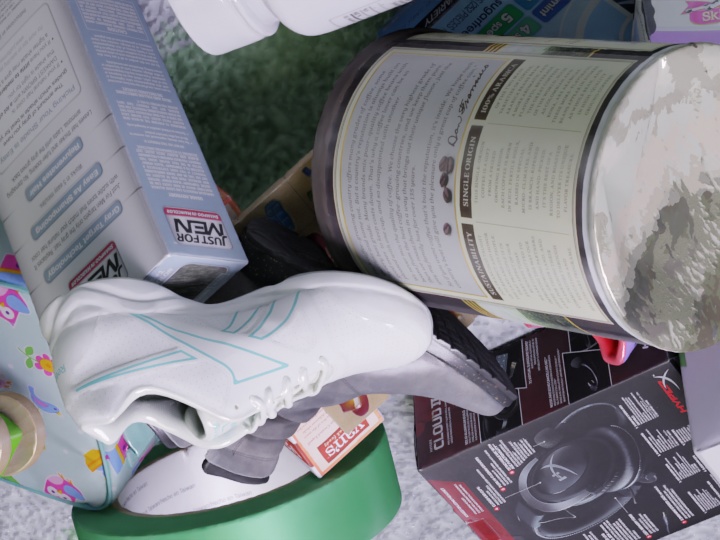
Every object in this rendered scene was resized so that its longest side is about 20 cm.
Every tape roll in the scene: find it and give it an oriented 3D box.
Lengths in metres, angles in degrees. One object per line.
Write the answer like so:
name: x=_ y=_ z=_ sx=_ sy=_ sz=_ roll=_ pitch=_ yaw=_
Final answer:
tape roll: x=-0.075 y=0.142 z=1.421 sx=0.199 sy=0.201 sz=0.049 roll=-13 pitch=103 yaw=10

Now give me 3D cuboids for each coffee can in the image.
coffee can: x=0.093 y=-0.044 z=1.157 sx=0.199 sy=0.147 sz=0.146 roll=9 pitch=151 yaw=48

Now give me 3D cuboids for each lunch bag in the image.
lunch bag: x=-0.198 y=0.048 z=1.374 sx=0.159 sy=0.077 sz=0.201 roll=13 pitch=139 yaw=21

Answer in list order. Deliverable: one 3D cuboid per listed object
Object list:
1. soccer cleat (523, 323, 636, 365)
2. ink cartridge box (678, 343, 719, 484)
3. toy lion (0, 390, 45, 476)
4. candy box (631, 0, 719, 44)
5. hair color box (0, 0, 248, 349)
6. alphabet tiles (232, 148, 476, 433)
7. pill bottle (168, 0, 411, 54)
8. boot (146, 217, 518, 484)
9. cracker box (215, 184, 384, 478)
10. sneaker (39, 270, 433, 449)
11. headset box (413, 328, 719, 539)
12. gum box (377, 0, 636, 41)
soccer cleat: x=0.091 y=-0.008 z=1.357 sx=0.199 sy=0.074 sz=0.068 roll=22 pitch=171 yaw=-25
ink cartridge box: x=0.276 y=0.099 z=1.426 sx=0.084 sy=0.145 sz=0.200 roll=-25 pitch=130 yaw=21
toy lion: x=-0.290 y=0.097 z=1.311 sx=0.191 sy=0.069 sz=0.201 roll=32 pitch=103 yaw=12
candy box: x=0.228 y=-0.063 z=1.260 sx=0.166 sy=0.072 sz=0.201 roll=-2 pitch=135 yaw=-1
hair color box: x=-0.143 y=-0.061 z=1.220 sx=0.060 sy=0.201 sz=0.099 roll=7 pitch=141 yaw=-48
alphabet tiles: x=0.000 y=0.000 z=1.280 sx=0.200 sy=0.006 sz=0.167 roll=-42 pitch=130 yaw=-1
pill bottle: x=-0.001 y=-0.186 z=1.166 sx=0.199 sy=0.114 sz=0.114 roll=-19 pitch=132 yaw=16
boot: x=-0.021 y=0.063 z=1.268 sx=0.199 sy=0.070 sz=0.132 roll=28 pitch=106 yaw=-27
cracker box: x=-0.080 y=0.015 z=1.338 sx=0.058 sy=0.134 sz=0.200 roll=-42 pitch=130 yaw=-9
sneaker: x=-0.057 y=0.050 z=1.153 sx=0.199 sy=0.081 sz=0.071 roll=-4 pitch=145 yaw=-17
headset box: x=0.138 y=0.113 z=1.483 sx=0.199 sy=0.078 sz=0.149 roll=-25 pitch=129 yaw=22
gum box: x=0.138 y=-0.122 z=1.280 sx=0.199 sy=0.045 sz=0.170 roll=31 pitch=125 yaw=-27
